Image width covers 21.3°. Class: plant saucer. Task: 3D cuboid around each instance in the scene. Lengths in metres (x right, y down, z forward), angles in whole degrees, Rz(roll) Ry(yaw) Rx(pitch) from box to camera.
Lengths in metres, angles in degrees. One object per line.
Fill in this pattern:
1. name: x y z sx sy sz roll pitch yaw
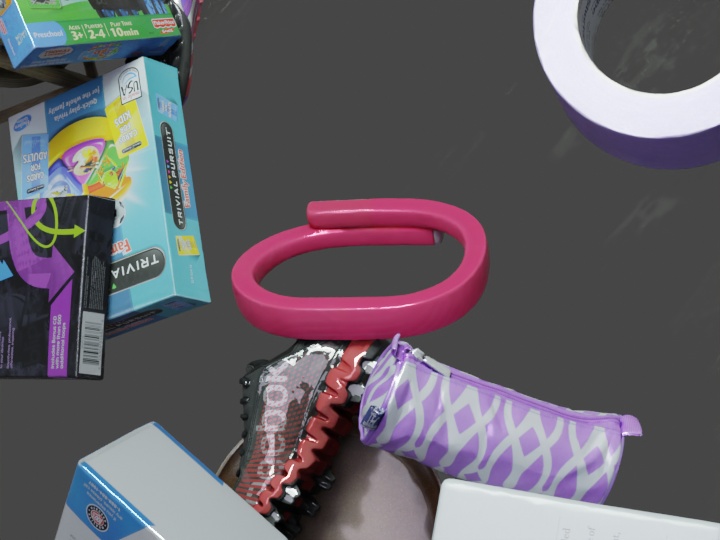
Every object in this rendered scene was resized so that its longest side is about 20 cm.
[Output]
1. plant saucer: -0.025 0.203 1.462 0.199 0.032 0.201 -4 76 14

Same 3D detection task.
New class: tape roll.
1. tape roll: 0.235 -0.183 1.454 0.199 0.085 0.201 -4 76 16

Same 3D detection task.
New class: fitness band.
1. fitness band: 0.000 0.000 1.458 0.199 0.038 0.144 -2 37 14

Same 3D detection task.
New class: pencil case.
1. pencil case: 0.094 0.111 1.383 0.199 0.084 0.086 19 113 -13

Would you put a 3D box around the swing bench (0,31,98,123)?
1. swing bench: -0.319 -0.238 1.562 0.129 0.200 0.200 -20 72 10

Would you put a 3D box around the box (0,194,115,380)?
1. box: -0.281 0.016 1.535 0.199 0.036 0.144 -3 81 39

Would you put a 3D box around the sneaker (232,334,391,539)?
1. sneaker: -0.059 0.122 1.439 0.098 0.071 0.201 29 84 20

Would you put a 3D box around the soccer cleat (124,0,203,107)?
1. soccer cleat: -0.154 -0.228 1.589 0.068 0.073 0.201 -1 94 34

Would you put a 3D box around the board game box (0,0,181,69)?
1. board game box: -0.243 -0.259 1.508 0.037 0.151 0.201 -36 74 42

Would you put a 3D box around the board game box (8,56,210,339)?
1. board game box: -0.205 -0.051 1.542 0.150 0.047 0.201 -20 71 31

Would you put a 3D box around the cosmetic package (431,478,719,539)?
1. cosmetic package: 0.151 0.249 1.330 0.199 0.165 0.166 8 79 17

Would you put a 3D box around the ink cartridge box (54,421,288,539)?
1. ink cartridge box: -0.154 0.236 1.408 0.144 0.084 0.201 39 130 21
